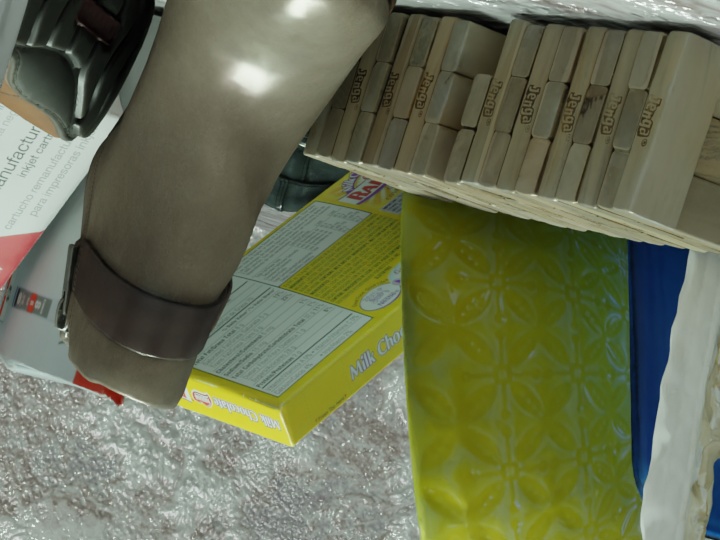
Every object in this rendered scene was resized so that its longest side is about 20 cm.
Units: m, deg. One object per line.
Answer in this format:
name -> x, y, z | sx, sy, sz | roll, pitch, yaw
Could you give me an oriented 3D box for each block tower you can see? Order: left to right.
block tower -> 0.054, -0.046, 0.740 | 0.058, 0.054, 0.200 | 17, 179, -30

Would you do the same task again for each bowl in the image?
bowl -> 0.079, 0.047, 0.885 | 0.107, 0.202, 0.200 | -5, 175, 7

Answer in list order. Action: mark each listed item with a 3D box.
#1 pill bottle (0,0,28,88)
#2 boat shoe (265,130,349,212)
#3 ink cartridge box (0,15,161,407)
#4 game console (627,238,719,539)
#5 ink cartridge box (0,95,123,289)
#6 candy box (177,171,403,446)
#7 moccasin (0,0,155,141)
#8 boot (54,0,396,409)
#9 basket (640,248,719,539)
pill bottle -> -0.183, -0.093, 0.596 | 0.199, 0.117, 0.116 | 18, 178, -7
boat shoe -> -0.009, -0.043, 1.197 | 0.074, 0.067, 0.199 | 17, 178, 12
ink cartridge box -> -0.107, -0.030, 0.992 | 0.050, 0.163, 0.200 | 18, 178, -10
game console -> 0.134, 0.024, 0.830 | 0.199, 0.119, 0.170 | 19, -177, -36
ink cartridge box -> -0.221, -0.069, 0.969 | 0.199, 0.144, 0.084 | 19, -144, -33
candy box -> 0.000, 0.000, 1.016 | 0.102, 0.200, 0.027 | 13, 131, 44
moccasin -> -0.122, -0.090, 0.794 | 0.077, 0.074, 0.201 | 26, -177, 11
boot -> -0.050, -0.028, 0.766 | 0.070, 0.147, 0.200 | 20, 177, -11
basket -> 0.205, 0.085, 0.698 | 0.199, 0.200, 0.160 | 19, 166, -37
